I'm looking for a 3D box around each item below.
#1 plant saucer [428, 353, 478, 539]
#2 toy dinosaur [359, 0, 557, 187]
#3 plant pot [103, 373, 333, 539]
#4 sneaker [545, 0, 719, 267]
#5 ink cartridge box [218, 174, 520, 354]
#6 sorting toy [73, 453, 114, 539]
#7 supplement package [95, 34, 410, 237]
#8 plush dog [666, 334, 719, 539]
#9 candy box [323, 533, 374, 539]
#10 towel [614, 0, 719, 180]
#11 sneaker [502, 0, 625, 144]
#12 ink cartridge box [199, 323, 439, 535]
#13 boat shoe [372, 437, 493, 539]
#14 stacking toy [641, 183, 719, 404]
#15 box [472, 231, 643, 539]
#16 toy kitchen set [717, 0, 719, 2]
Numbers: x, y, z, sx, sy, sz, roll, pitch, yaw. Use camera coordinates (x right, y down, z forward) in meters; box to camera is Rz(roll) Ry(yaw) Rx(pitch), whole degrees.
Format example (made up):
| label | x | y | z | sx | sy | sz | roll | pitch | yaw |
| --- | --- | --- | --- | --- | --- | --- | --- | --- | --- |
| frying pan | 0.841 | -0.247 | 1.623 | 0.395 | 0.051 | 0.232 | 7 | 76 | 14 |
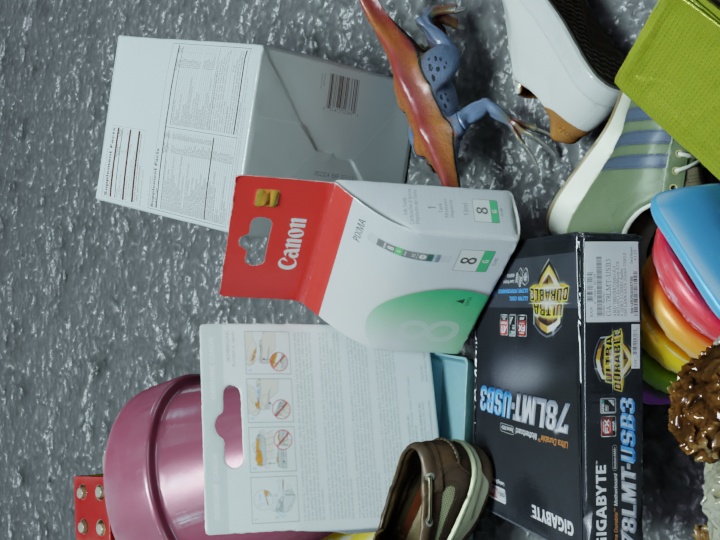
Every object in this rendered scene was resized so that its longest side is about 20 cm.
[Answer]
| label | x | y | z | sx | sy | sz | roll | pitch | yaw |
| --- | --- | --- | --- | --- | --- | --- | --- | --- | --- |
| plant saucer | 0.073 | 0.170 | 0.861 | 0.070 | 0.019 | 0.204 | -178 | 89 | -67 |
| toy dinosaur | 0.047 | -0.115 | 0.831 | 0.105 | 0.197 | 0.184 | -47 | 25 | 48 |
| plant pot | -0.095 | 0.176 | 0.931 | 0.177 | 0.199 | 0.203 | -20 | 74 | 24 |
| sneaker | 0.211 | -0.081 | 0.725 | 0.090 | 0.066 | 0.202 | 46 | 122 | 32 |
| ink cartridge box | 0.000 | 0.000 | 0.778 | 0.162 | 0.196 | 0.051 | 109 | 159 | -55 |
| sorting toy | -0.229 | 0.298 | 1.121 | 0.197 | 0.069 | 0.204 | -8 | 82 | 43 |
| supplement package | -0.091 | -0.112 | 0.924 | 0.198 | 0.189 | 0.150 | 14 | 97 | 42 |
| plush dog | 0.244 | 0.102 | 0.589 | 0.160 | 0.197 | 0.175 | 14 | 117 | 63 |
| candy box | -0.026 | 0.289 | 0.958 | 0.198 | 0.026 | 0.104 | -25 | 68 | 40 |
| towel | 0.239 | -0.082 | 0.637 | 0.200 | 0.018 | 0.087 | 49 | 139 | 23 |
| sneaker | 0.129 | -0.184 | 0.800 | 0.085 | 0.072 | 0.203 | -53 | 46 | 46 |
| ink cartridge box | -0.033 | 0.126 | 0.841 | 0.047 | 0.196 | 0.163 | 140 | 129 | -63 |
| boat shoe | 0.027 | 0.218 | 0.785 | 0.074 | 0.074 | 0.206 | 21 | 95 | 56 |
| stacking toy | 0.202 | 0.046 | 0.713 | 0.201 | 0.115 | 0.111 | -54 | 52 | 41 |
| box | 0.131 | 0.079 | 0.739 | 0.200 | 0.049 | 0.203 | 176 | 95 | -77 |
| toy kitchen set | 0.265 | -0.237 | 0.552 | 0.202 | 0.178 | 0.163 | -64 | 20 | 10 |
